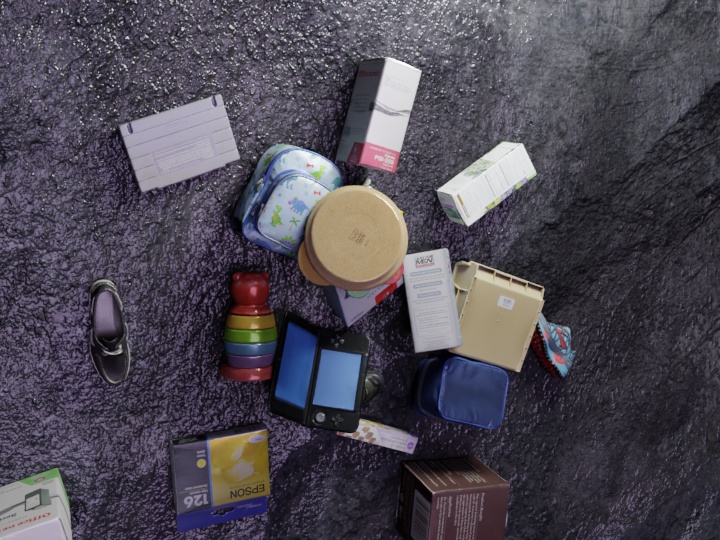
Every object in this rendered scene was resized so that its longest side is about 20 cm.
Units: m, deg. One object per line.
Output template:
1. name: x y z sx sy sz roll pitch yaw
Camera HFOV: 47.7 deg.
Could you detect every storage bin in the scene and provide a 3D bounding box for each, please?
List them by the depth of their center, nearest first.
1. storage bin: 0.282 0.100 1.795 0.197 0.093 0.202 18 93 -24

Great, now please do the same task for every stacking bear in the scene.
1. stacking bear: -0.214 0.103 1.582 0.119 0.114 0.205 -1 96 -16

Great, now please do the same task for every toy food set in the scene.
1. toy food set: -0.007 -0.054 1.482 0.194 0.049 0.204 16 77 -2

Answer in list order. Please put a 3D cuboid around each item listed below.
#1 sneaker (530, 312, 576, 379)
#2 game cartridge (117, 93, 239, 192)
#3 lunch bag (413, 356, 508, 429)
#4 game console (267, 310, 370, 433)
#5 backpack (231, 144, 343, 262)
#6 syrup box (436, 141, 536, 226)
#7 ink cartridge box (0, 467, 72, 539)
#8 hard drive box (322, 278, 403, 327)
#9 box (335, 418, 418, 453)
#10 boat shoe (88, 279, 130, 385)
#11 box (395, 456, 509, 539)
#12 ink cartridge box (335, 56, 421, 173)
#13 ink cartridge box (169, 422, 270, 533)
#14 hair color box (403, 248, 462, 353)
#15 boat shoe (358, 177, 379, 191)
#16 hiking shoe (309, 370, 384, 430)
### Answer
1. sneaker: 0.440 0.153 1.891 0.095 0.079 0.202 -44 122 -19
2. game cartridge: -0.332 -0.233 1.502 0.197 0.038 0.132 -21 112 -18
3. lunch bag: 0.221 0.267 1.785 0.197 0.132 0.139 18 78 -24
4. game console: -0.077 0.201 1.607 0.172 0.117 0.204 7 70 6
5. backpack: -0.125 -0.129 1.548 0.181 0.146 0.203 24 88 -28
6. syrup box: 0.268 -0.186 1.737 0.199 0.079 0.082 -37 113 -12
7. ink cartridge box: -0.593 0.449 1.439 0.143 0.199 0.086 -17 107 -19
8. hard drive box: 0.000 0.000 1.604 0.155 0.077 0.201 -38 156 -11
9. box: 0.031 0.353 1.770 0.197 0.041 0.039 20 93 -24
10. boat shoe: -0.462 0.121 1.504 0.072 0.060 0.205 -5 103 -22
11. box: 0.201 0.527 1.808 0.196 0.164 0.170 2 100 -23
12. ink cartridge box: 0.032 -0.300 1.578 0.083 0.145 0.204 11 97 -22
13. ink cartridge box: -0.281 0.426 1.652 0.194 0.047 0.205 -7 101 -22
14. hair color box: 0.148 0.063 1.699 0.097 0.061 0.205 -9 88 12
15. boat shoe: -0.018 -0.087 1.641 0.066 0.074 0.202 34 77 -13
16. hiking shoe: -0.029 0.280 1.694 0.197 0.101 0.077 -25 116 -14
